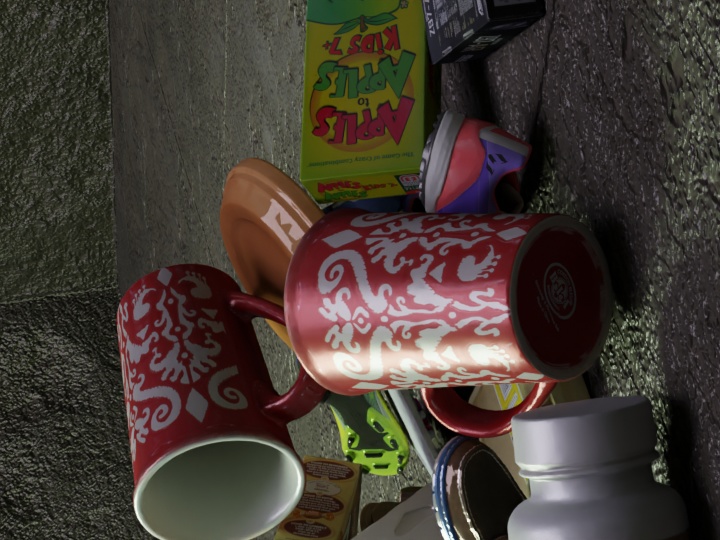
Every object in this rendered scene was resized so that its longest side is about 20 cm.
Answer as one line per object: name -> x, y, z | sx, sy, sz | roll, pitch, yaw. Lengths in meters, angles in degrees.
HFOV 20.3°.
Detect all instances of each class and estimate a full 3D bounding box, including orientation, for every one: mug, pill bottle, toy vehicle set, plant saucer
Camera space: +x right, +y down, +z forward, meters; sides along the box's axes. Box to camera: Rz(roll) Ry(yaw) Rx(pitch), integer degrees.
mug -> -0.109, 0.096, 1.617 | 0.134, 0.176, 0.201 | 73, 179, -46
pill bottle -> 0.151, 0.185, 1.257 | 0.114, 0.113, 0.202 | 177, 85, -77
mug -> 0.077, 0.027, 1.382 | 0.199, 0.177, 0.134 | -3, 65, 46
toy vehicle set -> 0.127, 0.113, 1.497 | 0.200, 0.026, 0.125 | 108, 148, -63
plant saucer -> -0.055, 0.004, 1.634 | 0.200, 0.037, 0.201 | 47, 159, 25

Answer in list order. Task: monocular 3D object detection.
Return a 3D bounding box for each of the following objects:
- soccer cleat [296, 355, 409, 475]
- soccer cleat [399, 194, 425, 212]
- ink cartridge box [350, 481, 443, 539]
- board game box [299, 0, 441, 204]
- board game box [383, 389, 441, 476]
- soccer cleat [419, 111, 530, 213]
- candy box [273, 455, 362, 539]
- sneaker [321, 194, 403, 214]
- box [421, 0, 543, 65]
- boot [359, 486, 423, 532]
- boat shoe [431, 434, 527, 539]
soccer cleat -> 0.000, 0.113, 1.835 | 0.201, 0.064, 0.084 | 60, -152, -42
soccer cleat -> 0.044, -0.061, 1.664 | 0.200, 0.068, 0.074 | 136, 132, -72
ink cartridge box -> 0.053, 0.285, 1.642 | 0.083, 0.146, 0.201 | 33, 138, 32
board game box -> 0.010, -0.157, 1.567 | 0.048, 0.101, 0.202 | 51, -143, -62
board game box -> 0.040, 0.102, 1.745 | 0.201, 0.026, 0.200 | 64, 175, -25
soccer cleat -> 0.083, -0.036, 1.488 | 0.201, 0.073, 0.069 | 90, -162, -54
candy box -> -0.043, 0.252, 1.634 | 0.200, 0.055, 0.116 | -68, -15, -62
sneaker -> 0.000, 0.000, 1.653 | 0.116, 0.080, 0.199 | 63, 161, 1
box -> 0.075, -0.264, 1.467 | 0.160, 0.043, 0.202 | 153, 108, -77
boot -> 0.040, 0.279, 1.774 | 0.200, 0.076, 0.157 | -12, -77, -85
boat shoe -> 0.120, 0.206, 1.464 | 0.072, 0.072, 0.201 | -1, 123, 49
